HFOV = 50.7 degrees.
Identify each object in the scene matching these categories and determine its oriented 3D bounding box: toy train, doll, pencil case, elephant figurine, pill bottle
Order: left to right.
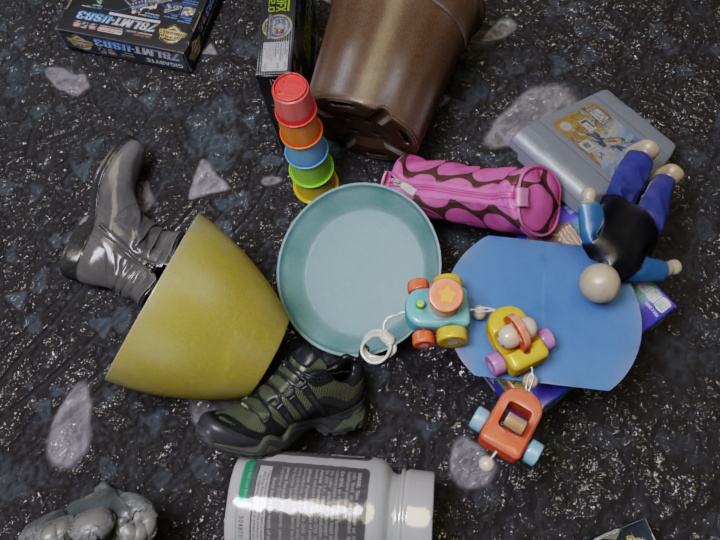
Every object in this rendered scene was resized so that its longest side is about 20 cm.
[{"bbox_3d":[-0.247,0.327,0.742,0.141,0.155,0.202,-15,91,37],"label":"elephant figurine"},{"bbox_3d":[-0.026,0.242,0.760,0.198,0.113,0.114,3,67,7],"label":"pill bottle"},{"bbox_3d":[0.121,-0.086,0.860,0.199,0.093,0.092,10,82,42],"label":"pencil case"},{"bbox_3d":[0.103,0.082,0.712,0.199,0.056,0.150,34,68,16],"label":"toy train"},{"bbox_3d":[0.279,-0.044,0.785,0.136,0.048,0.200,41,59,-7],"label":"doll"}]

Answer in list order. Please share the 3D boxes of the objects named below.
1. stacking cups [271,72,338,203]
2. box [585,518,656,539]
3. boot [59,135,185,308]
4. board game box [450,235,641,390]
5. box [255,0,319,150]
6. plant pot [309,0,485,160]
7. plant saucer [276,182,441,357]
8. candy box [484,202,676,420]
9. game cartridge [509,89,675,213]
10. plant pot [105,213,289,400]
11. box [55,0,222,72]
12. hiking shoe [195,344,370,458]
[{"bbox_3d":[-0.061,-0.150,0.883,0.060,0.200,0.061,-1,66,2],"label":"stacking cups"},{"bbox_3d":[0.241,0.361,0.721,0.158,0.046,0.201,-21,66,-4],"label":"box"},{"bbox_3d":[-0.272,-0.060,0.944,0.131,0.070,0.202,16,80,9],"label":"boot"},{"bbox_3d":[0.184,0.047,0.784,0.198,0.039,0.159,6,63,3],"label":"board game box"},{"bbox_3d":[-0.088,-0.280,0.964,0.044,0.160,0.202,-1,66,6],"label":"box"},{"bbox_3d":[0.031,-0.258,0.934,0.199,0.200,0.200,17,76,12],"label":"plant pot"},{"bbox_3d":[0.000,0.000,0.880,0.198,0.036,0.202,-3,80,18],"label":"plant saucer"},{"bbox_3d":[0.209,0.044,0.844,0.199,0.077,0.169,-35,69,-8],"label":"candy box"},{"bbox_3d":[0.283,-0.141,0.897,0.199,0.042,0.133,-28,61,-35],"label":"game cartridge"},{"bbox_3d":[-0.162,0.061,0.826,0.141,0.200,0.201,30,70,-11],"label":"plant pot"},{"bbox_3d":[-0.304,-0.392,1.092,0.198,0.050,0.200,12,69,10],"label":"box"},{"bbox_3d":[-0.078,0.125,0.783,0.199,0.102,0.075,-7,18,-38],"label":"hiking shoe"}]
